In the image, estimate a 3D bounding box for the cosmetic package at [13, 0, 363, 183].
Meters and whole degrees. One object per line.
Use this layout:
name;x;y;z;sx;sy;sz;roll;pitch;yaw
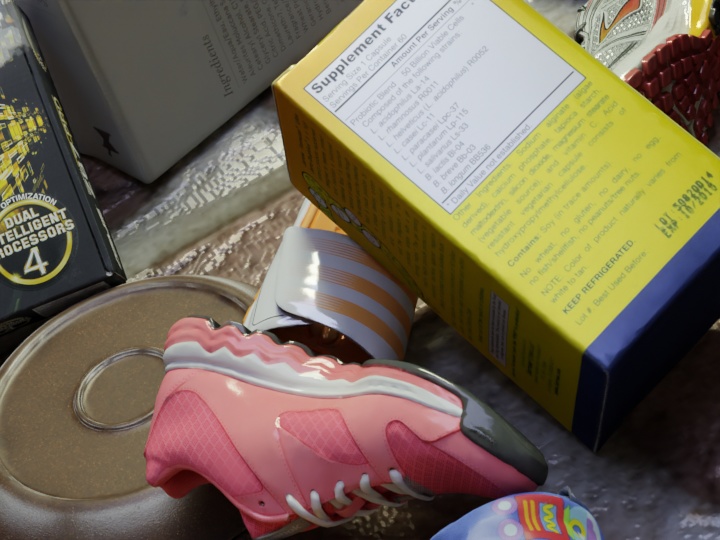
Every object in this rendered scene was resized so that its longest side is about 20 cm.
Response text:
cosmetic package;-0.127;-0.190;1.254;0.200;0.166;0.164;-42;43;-23

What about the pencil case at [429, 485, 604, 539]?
pencil case;0.085;0.172;0.826;0.078;0.086;0.200;-57;32;24

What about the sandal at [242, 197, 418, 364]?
sandal;-0.008;-0.003;1.054;0.079;0.059;0.207;19;44;-6

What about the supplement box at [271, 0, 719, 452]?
supplement box;0.069;-0.035;0.972;0.200;0.110;0.109;42;75;17

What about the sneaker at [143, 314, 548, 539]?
sneaker;-0.010;0.084;0.936;0.199;0.074;0.087;12;74;34

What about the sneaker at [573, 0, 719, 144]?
sneaker;0.143;-0.100;1.116;0.082;0.078;0.200;5;37;33

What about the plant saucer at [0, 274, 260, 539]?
plant saucer;-0.111;0.067;1.066;0.199;0.032;0.201;-12;42;10

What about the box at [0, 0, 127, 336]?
box;-0.243;-0.031;1.146;0.199;0.049;0.162;-21;80;2
